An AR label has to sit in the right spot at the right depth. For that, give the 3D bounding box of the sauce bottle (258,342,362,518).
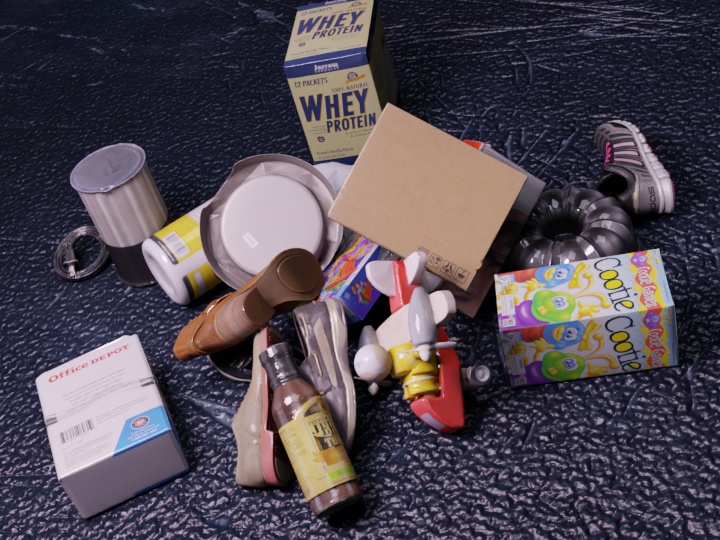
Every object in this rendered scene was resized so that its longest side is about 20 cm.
[{"bbox_3d":[-0.063,0.179,1.227,0.065,0.065,0.200,-23,74,-7],"label":"sauce bottle"}]

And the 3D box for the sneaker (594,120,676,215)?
[{"bbox_3d":[0.365,-0.143,1.509,0.087,0.074,0.200,-14,44,-6],"label":"sneaker"}]

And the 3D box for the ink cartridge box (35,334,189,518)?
[{"bbox_3d":[-0.318,0.193,1.361,0.146,0.084,0.200,-24,39,-8],"label":"ink cartridge box"}]

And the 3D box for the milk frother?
[{"bbox_3d":[-0.394,-0.079,1.625,0.200,0.188,0.181,-26,39,-10],"label":"milk frother"}]

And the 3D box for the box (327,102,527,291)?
[{"bbox_3d":[0.083,-0.092,1.329,0.200,0.021,0.164,28,89,6],"label":"box"}]

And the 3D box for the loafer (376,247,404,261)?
[{"bbox_3d":[0.057,-0.097,1.385,0.072,0.063,0.200,-15,49,66],"label":"loafer"}]

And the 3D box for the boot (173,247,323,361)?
[{"bbox_3d":[-0.146,0.050,1.408,0.155,0.077,0.200,-29,13,38],"label":"boot"}]

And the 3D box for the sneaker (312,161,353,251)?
[{"bbox_3d":[-0.050,-0.098,1.614,0.115,0.075,0.200,13,44,34],"label":"sneaker"}]

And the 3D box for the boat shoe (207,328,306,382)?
[{"bbox_3d":[-0.128,0.115,1.402,0.200,0.062,0.075,19,53,38],"label":"boat shoe"}]

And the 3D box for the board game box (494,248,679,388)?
[{"bbox_3d":[0.270,0.058,1.288,0.199,0.103,0.105,-9,40,10],"label":"board game box"}]

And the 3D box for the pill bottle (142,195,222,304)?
[{"bbox_3d":[-0.212,-0.045,1.578,0.200,0.112,0.112,-34,42,-20],"label":"pill bottle"}]

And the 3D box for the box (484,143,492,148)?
[{"bbox_3d":[0.099,-0.112,1.517,0.200,0.113,0.101,10,45,46],"label":"box"}]

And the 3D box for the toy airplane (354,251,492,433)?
[{"bbox_3d":[0.050,0.079,1.269,0.141,0.201,0.199,-22,37,-25],"label":"toy airplane"}]

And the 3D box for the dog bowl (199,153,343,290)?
[{"bbox_3d":[-0.122,-0.059,1.493,0.199,0.059,0.201,0,83,1],"label":"dog bowl"}]

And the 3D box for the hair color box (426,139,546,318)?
[{"bbox_3d":[0.140,-0.054,1.384,0.200,0.111,0.064,-62,22,0],"label":"hair color box"}]

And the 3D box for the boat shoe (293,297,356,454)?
[{"bbox_3d":[-0.047,0.131,1.304,0.073,0.075,0.201,-5,64,-6],"label":"boat shoe"}]

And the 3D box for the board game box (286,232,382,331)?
[{"bbox_3d":[0.000,0.000,1.449,0.134,0.045,0.200,-25,22,51],"label":"board game box"}]

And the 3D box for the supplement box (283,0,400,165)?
[{"bbox_3d":[-0.024,-0.309,1.747,0.134,0.200,0.200,-8,40,12],"label":"supplement box"}]

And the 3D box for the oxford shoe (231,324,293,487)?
[{"bbox_3d":[-0.126,0.163,1.296,0.075,0.070,0.201,-13,63,23],"label":"oxford shoe"}]

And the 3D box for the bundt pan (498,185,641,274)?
[{"bbox_3d":[0.271,-0.040,1.425,0.201,0.076,0.202,-10,41,9],"label":"bundt pan"}]
